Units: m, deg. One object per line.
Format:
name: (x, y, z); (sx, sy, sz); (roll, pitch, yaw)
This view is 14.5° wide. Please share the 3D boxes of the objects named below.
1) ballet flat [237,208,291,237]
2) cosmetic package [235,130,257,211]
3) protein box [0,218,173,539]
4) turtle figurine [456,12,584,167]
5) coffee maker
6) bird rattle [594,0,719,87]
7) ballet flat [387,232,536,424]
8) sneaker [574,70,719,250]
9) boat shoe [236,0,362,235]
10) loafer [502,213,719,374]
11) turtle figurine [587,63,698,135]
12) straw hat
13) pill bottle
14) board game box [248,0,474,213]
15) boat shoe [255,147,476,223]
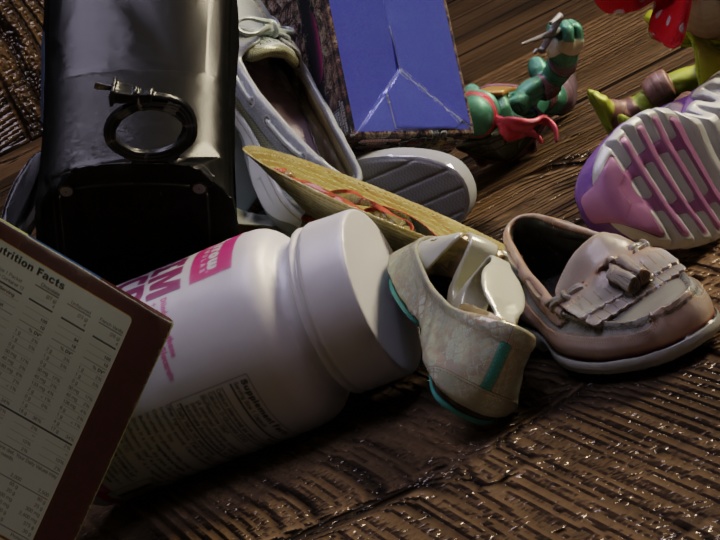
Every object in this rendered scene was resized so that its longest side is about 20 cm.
ballet flat: (-0.081, -0.009, 1.799); (0.064, 0.068, 0.200); (26, 12, 28)
cosmetic package: (-0.149, -0.023, 1.909); (0.200, 0.085, 0.108); (-58, 18, -12)
protein box: (-0.229, 0.085, 1.413); (0.198, 0.135, 0.200); (-7, 55, 58)
turtle figurine: (0.092, -0.124, 2.011); (0.149, 0.101, 0.200); (-4, -1, 14)
coffee maker: (-0.120, -0.092, 1.625); (0.200, 0.134, 0.192); (-94, 27, -43)
bird rattle: (0.212, -0.188, 1.663); (0.113, 0.200, 0.163); (34, 83, 35)
ballet flat: (0.059, 0.015, 1.454); (0.062, 0.067, 0.200); (-64, 17, 17)
sneaker: (0.168, -0.052, 1.581); (0.088, 0.081, 0.200); (-23, 4, 37)
boat shoe: (-0.053, -0.116, 1.856); (0.074, 0.202, 0.065); (5, -39, -39)
loafer: (0.116, 0.008, 1.424); (0.072, 0.063, 0.200); (-27, 11, -13)
turtle figurine: (0.227, -0.131, 1.796); (0.161, 0.064, 0.200); (-32, 44, -5)
straw hat: (0.000, 0.000, 1.646); (0.201, 0.200, 0.085); (-129, 60, -79)
pill bottle: (-0.075, 0.045, 1.543); (0.199, 0.114, 0.113); (-22, 11, 18)
board game box: (-0.022, -0.133, 1.968); (0.097, 0.160, 0.200); (-3, -17, -29)
boat shoe: (-0.002, -0.043, 1.903); (0.200, 0.072, 0.071); (-15, 10, 33)
